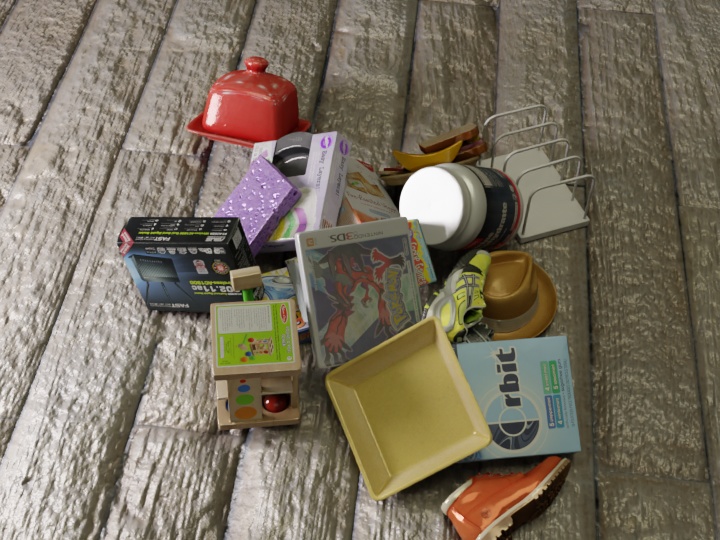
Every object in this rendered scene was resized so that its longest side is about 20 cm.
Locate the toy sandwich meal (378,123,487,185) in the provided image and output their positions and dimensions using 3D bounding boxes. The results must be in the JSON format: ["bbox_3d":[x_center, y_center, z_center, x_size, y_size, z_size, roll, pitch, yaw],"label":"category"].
[{"bbox_3d":[0.125,-0.203,1.891,0.202,0.071,0.205,-12,9,2],"label":"toy sandwich meal"}]

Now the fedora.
[{"bbox_3d":[0.231,0.026,1.750,0.197,0.082,0.203,2,49,-2],"label":"fedora"}]

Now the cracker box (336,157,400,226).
[{"bbox_3d":[-0.004,-0.114,1.834,0.133,0.058,0.201,15,35,-43],"label":"cracker box"}]

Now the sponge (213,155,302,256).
[{"bbox_3d":[-0.191,-0.081,1.778,0.201,0.030,0.111,-52,51,6],"label":"sponge"}]

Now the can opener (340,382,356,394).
[{"bbox_3d":[0.009,0.117,1.677,0.067,0.054,0.200,38,56,6],"label":"can opener"}]

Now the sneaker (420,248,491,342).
[{"bbox_3d":[0.160,0.045,1.644,0.076,0.076,0.200,24,48,16],"label":"sneaker"}]

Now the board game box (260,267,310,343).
[{"bbox_3d":[-0.093,0.051,1.745,0.197,0.035,0.136,-16,52,-16],"label":"board game box"}]

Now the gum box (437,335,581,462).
[{"bbox_3d":[0.215,0.190,1.587,0.197,0.045,0.173,-4,78,-7],"label":"gum box"}]

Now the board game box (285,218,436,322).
[{"bbox_3d":[0.000,0.000,1.676,0.198,0.105,0.104,-20,97,-21],"label":"board game box"}]

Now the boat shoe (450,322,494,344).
[{"bbox_3d":[0.180,0.116,1.676,0.070,0.072,0.201,-33,67,-9],"label":"boat shoe"}]

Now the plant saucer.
[{"bbox_3d":[0.072,0.199,1.549,0.198,0.048,0.202,-29,71,15],"label":"plant saucer"}]

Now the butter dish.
[{"bbox_3d":[-0.195,-0.314,1.955,0.196,0.150,0.200,13,24,8],"label":"butter dish"}]

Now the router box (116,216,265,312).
[{"bbox_3d":[-0.264,-0.008,1.682,0.197,0.151,0.063,1,45,19],"label":"router box"}]

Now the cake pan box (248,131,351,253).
[{"bbox_3d":[-0.112,-0.131,1.796,0.182,0.052,0.203,-1,68,33],"label":"cake pan box"}]

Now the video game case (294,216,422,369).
[{"bbox_3d":[0.003,0.031,1.606,0.180,0.023,0.203,-9,90,-21],"label":"video game case"}]

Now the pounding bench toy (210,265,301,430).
[{"bbox_3d":[-0.158,0.115,1.606,0.122,0.157,0.202,-4,51,-7],"label":"pounding bench toy"}]

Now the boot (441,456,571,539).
[{"bbox_3d":[0.207,0.308,1.517,0.199,0.076,0.107,-32,52,-25],"label":"boot"}]

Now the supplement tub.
[{"bbox_3d":[0.168,-0.103,1.772,0.140,0.142,0.199,41,24,28],"label":"supplement tub"}]

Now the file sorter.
[{"bbox_3d":[0.308,-0.175,1.901,0.137,0.125,0.201,-15,52,-14],"label":"file sorter"}]
